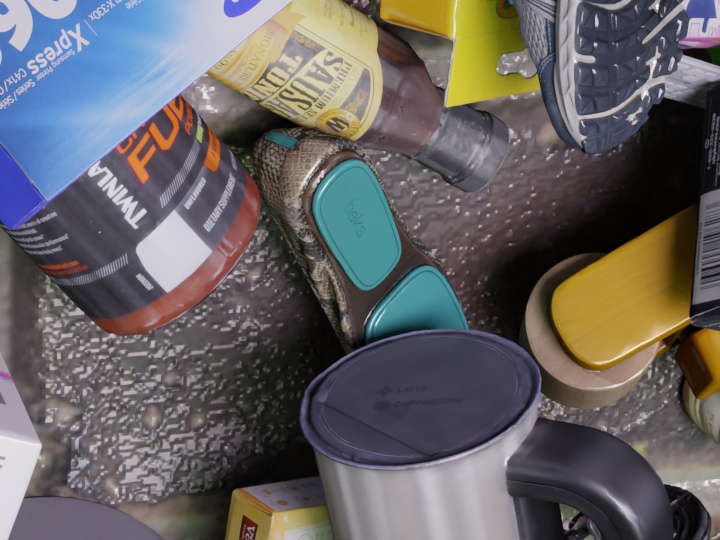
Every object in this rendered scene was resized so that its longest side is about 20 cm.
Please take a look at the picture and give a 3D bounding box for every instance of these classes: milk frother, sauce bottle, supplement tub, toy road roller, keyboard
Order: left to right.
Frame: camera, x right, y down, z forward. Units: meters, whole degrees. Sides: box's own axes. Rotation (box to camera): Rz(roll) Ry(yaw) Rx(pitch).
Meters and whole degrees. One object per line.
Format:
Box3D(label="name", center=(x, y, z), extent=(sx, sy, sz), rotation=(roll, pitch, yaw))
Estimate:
Box3D(label="supplement tub", center=(-0.142, -0.069, 1.208), extent=(0.107, 0.107, 0.200), rotation=(-41, 120, 2))
Box3D(label="sauce bottle", center=(-0.014, -0.098, 1.263), extent=(0.199, 0.066, 0.066), rotation=(26, 103, -26))
Box3D(label="milk frother", center=(0.079, 0.114, 1.303), extent=(0.179, 0.200, 0.189), rotation=(-4, 121, 12))
Box3D(label="toy road roller", center=(0.192, 0.037, 1.330), extent=(0.199, 0.123, 0.147), rotation=(-27, 81, -3))
Box3D(label="keyboard", center=(0.189, -0.085, 1.288), extent=(0.199, 0.056, 0.011), rotation=(12, 83, -38))

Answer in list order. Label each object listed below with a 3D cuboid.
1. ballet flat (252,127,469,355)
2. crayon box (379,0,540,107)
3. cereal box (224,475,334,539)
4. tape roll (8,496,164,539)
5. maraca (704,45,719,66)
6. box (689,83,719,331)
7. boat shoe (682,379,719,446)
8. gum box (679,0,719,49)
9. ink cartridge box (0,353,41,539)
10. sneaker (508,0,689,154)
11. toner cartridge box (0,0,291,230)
Box3D(label="ballet flat", center=(0.000, 0.000, 1.305), extent=(0.068, 0.075, 0.200), rotation=(-43, 132, -16))
Box3D(label="crayon box", center=(0.073, -0.185, 1.225), extent=(0.127, 0.051, 0.201), rotation=(-12, 113, -45))
Box3D(label="cereal box", center=(0.011, 0.173, 1.370), extent=(0.199, 0.039, 0.145), rotation=(-4, 112, -40))
Box3D(label="tape roll", center=(-0.168, 0.221, 1.354), extent=(0.199, 0.066, 0.202), rotation=(-7, 115, -16))
Box3D(label="maraca", center=(0.229, -0.170, 1.295), extent=(0.137, 0.107, 0.200), rotation=(40, 111, -9))
Box3D(label="box", center=(0.269, -0.021, 1.235), extent=(0.199, 0.106, 0.123), rotation=(11, 79, -22))
Box3D(label="boat shoe", center=(0.268, 0.030, 1.421), extent=(0.200, 0.063, 0.073), rotation=(-43, 119, 3))
Box3D(label="gum box", center=(0.151, -0.201, 1.213), extent=(0.113, 0.066, 0.201), rotation=(-4, 109, -47))
Box3D(label="ink cartridge box", center=(-0.206, 0.097, 1.206), extent=(0.067, 0.200, 0.118), rotation=(15, 108, -24))
Box3D(label="sneaker", center=(0.087, -0.152, 1.147), extent=(0.077, 0.086, 0.201), rotation=(-21, 111, -39))
Box3D(label="toner cartridge box", center=(-0.108, -0.114, 1.139), extent=(0.095, 0.043, 0.200), rotation=(51, 56, -6))
